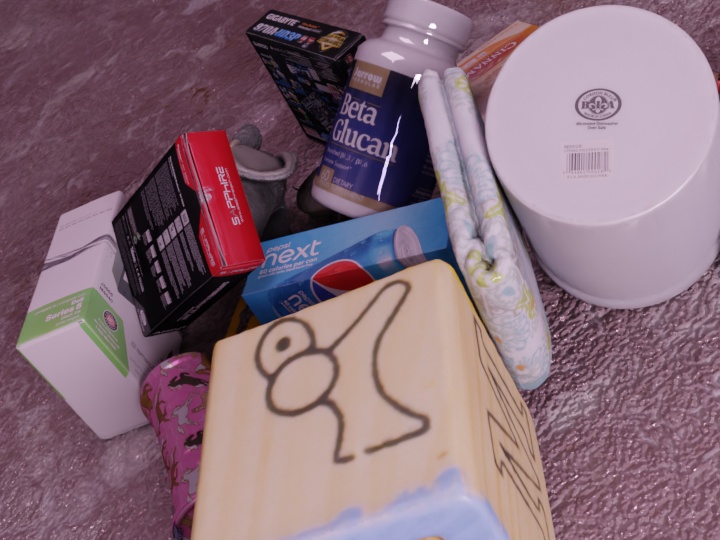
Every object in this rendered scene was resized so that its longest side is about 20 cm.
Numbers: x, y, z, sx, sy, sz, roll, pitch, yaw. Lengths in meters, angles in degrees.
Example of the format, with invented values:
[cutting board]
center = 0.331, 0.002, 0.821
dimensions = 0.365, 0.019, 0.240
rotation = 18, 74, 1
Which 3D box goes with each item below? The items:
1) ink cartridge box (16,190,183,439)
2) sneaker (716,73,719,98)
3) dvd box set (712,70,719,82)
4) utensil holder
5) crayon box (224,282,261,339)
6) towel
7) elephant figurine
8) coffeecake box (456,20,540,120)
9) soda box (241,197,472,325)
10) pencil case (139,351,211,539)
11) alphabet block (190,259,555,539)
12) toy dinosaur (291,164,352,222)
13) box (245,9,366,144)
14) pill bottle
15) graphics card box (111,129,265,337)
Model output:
[ink cartridge box]
center = -0.252, 0.041, 1.066
dimensions = 0.083, 0.146, 0.202
rotation = -20, 38, 17
[sneaker]
center = 0.334, -0.138, 0.829
dimensions = 0.094, 0.080, 0.201
rotation = -6, 36, 27
[dvd box set]
center = 0.271, -0.104, 0.942
dimensions = 0.199, 0.030, 0.146
rotation = -38, 36, -8
[utensil holder]
center = 0.188, -0.079, 0.782
dimensions = 0.167, 0.200, 0.173
rotation = -6, 72, 18
[crayon box]
center = -0.026, 0.043, 0.977
dimensions = 0.197, 0.052, 0.127
rotation = -10, 41, 27
[towel]
center = 0.094, -0.032, 0.793
dimensions = 0.047, 0.172, 0.203
rotation = -18, 56, 12
[elephant figurine]
center = -0.122, -0.083, 1.113
dimensions = 0.199, 0.156, 0.141
rotation = -33, 0, -38
[coffeecake box]
center = 0.153, -0.163, 1.035
dimensions = 0.152, 0.074, 0.200
rotation = -35, 26, -4
[soda box]
center = 0.000, 0.000, 0.910
dimensions = 0.197, 0.065, 0.068
rotation = -13, 40, 25
[pencil case]
center = -0.138, 0.156, 0.904
dimensions = 0.085, 0.084, 0.201
rotation = -27, 36, -3
[alphabet block]
center = 0.015, 0.149, 0.701
dimensions = 0.192, 0.198, 0.202
rotation = -19, 38, 15
[toy dinosaur]
center = -0.025, -0.089, 1.108
dimensions = 0.198, 0.078, 0.102
rotation = 14, 49, 41
[box]
center = -0.031, -0.201, 1.170
dimensions = 0.046, 0.160, 0.199
rotation = -43, 37, -14
[pill bottle]
center = 0.034, -0.145, 0.968
dimensions = 0.111, 0.110, 0.203
rotation = 27, 101, 50
[graphics card box]
center = -0.163, -0.029, 0.966
dimensions = 0.050, 0.127, 0.199
rotation = -11, -15, -36
